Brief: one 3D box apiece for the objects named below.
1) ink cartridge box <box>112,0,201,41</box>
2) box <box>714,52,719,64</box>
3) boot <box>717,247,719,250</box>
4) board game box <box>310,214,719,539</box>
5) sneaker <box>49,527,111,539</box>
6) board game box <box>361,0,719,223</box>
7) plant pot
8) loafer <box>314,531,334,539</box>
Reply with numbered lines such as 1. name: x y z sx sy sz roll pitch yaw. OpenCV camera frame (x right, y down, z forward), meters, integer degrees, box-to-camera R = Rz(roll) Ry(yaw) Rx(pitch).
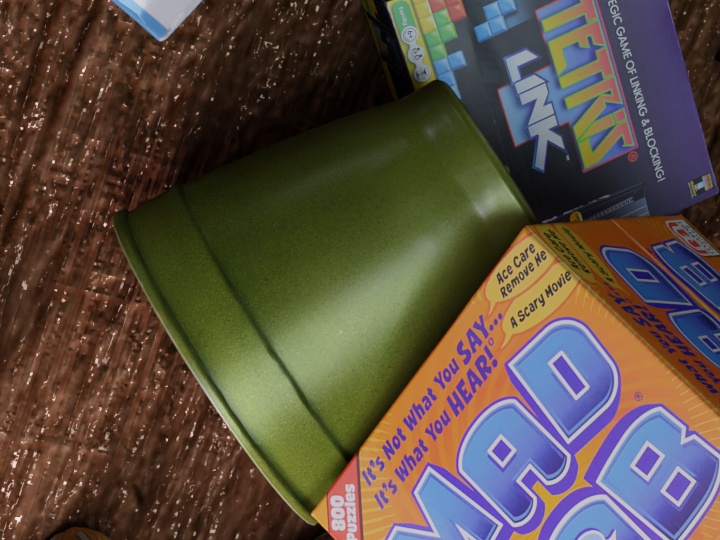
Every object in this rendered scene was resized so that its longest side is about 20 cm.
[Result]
1. ink cartridge box: -0.127 -0.235 1.197 0.147 0.200 0.146 40 94 -28
2. box: 0.324 -0.178 1.485 0.137 0.040 0.201 28 97 -26
3. boot: 0.158 0.067 1.438 0.199 0.139 0.078 -14 145 0
4. board game box: 0.141 0.112 1.277 0.200 0.200 0.200 -54 158 22
5. sneaker: -0.200 0.246 1.418 0.200 0.076 0.088 -42 118 -2
6. board game box: 0.106 -0.105 1.419 0.165 0.057 0.201 -25 116 -10
7. plant pot: 0.000 0.000 1.319 0.192 0.201 0.201 -34 118 3
8. loafer: -0.036 0.203 1.470 0.200 0.070 0.070 -47 127 1
